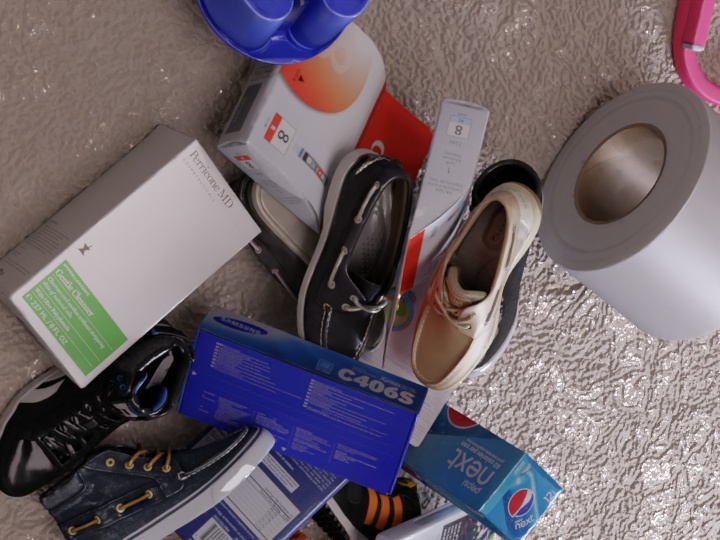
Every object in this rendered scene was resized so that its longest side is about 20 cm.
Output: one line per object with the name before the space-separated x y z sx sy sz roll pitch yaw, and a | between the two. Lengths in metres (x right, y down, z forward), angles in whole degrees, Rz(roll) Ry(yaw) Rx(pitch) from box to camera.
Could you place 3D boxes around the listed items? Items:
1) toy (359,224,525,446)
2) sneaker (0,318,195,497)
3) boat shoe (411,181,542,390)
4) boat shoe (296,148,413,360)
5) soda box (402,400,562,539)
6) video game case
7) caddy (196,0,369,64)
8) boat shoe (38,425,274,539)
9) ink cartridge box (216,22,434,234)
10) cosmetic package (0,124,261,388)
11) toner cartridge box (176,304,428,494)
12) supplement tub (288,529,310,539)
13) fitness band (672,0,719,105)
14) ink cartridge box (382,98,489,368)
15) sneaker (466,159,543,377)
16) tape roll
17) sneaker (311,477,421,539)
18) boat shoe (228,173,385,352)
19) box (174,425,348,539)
toy | 0.053 0.048 1.699 0.115 0.047 0.200 35 76 -8
sneaker | -0.222 0.116 1.528 0.200 0.112 0.073 -48 118 -11
boat shoe | 0.089 0.017 1.583 0.065 0.072 0.201 -19 139 -62
boat shoe | 0.000 0.000 1.564 0.074 0.060 0.201 2 108 -42
soda box | 0.089 0.171 1.670 0.068 0.200 0.064 -50 125 -8
video game case | 0.060 0.314 1.747 0.181 0.023 0.201 -15 122 -49
caddy | -0.067 -0.270 1.504 0.141 0.105 0.201 -5 86 -21
boat shoe | -0.174 0.172 1.561 0.200 0.071 0.091 -35 97 6
ink cartridge box | -0.014 -0.115 1.589 0.200 0.050 0.163 38 62 -29
cosmetic package | -0.196 -0.014 1.523 0.200 0.085 0.108 -42 117 -12
toner cartridge box | -0.050 0.110 1.576 0.199 0.043 0.095 21 122 5
supplement tub | -0.101 0.331 1.654 0.200 0.122 0.123 -44 121 -11
fitness band | 0.379 -0.259 1.813 0.143 0.037 0.201 8 101 -32
ink cartridge box | 0.063 -0.025 1.594 0.047 0.160 0.201 13 72 1
sneaker | 0.112 -0.010 1.637 0.099 0.070 0.201 64 42 -69
tape roll | 0.282 -0.054 1.719 0.139 0.202 0.203 36 85 -33
sneaker | 0.007 0.214 1.720 0.090 0.070 0.200 -48 126 -16
boat shoe | -0.047 -0.009 1.621 0.067 0.057 0.200 -52 120 -30
box | -0.081 0.170 1.627 0.200 0.032 0.121 -43 80 -8
